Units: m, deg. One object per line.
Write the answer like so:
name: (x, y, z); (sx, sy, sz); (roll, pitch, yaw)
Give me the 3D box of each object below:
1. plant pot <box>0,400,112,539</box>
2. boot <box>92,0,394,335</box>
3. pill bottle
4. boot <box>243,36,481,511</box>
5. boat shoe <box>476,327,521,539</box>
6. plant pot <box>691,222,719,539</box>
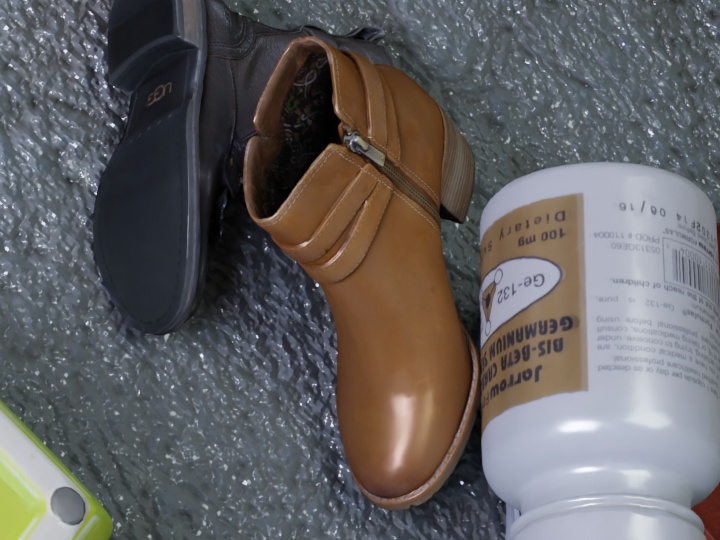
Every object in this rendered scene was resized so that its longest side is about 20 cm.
plant pot: (-0.224, 0.112, 1.105); (0.199, 0.181, 0.200); (47, 47, -10)
boot: (-0.039, -0.048, 1.431); (0.174, 0.069, 0.200); (20, 62, -40)
pill bottle: (0.113, 0.061, 1.386); (0.114, 0.114, 0.200); (18, 60, -32)
boot: (0.000, 0.000, 1.368); (0.155, 0.077, 0.200); (32, 67, -60)
boat shoe: (0.105, 0.090, 1.473); (0.072, 0.062, 0.200); (12, 59, -35)
plant pot: (0.255, 0.036, 1.498); (0.201, 0.195, 0.201); (41, 34, -35)
